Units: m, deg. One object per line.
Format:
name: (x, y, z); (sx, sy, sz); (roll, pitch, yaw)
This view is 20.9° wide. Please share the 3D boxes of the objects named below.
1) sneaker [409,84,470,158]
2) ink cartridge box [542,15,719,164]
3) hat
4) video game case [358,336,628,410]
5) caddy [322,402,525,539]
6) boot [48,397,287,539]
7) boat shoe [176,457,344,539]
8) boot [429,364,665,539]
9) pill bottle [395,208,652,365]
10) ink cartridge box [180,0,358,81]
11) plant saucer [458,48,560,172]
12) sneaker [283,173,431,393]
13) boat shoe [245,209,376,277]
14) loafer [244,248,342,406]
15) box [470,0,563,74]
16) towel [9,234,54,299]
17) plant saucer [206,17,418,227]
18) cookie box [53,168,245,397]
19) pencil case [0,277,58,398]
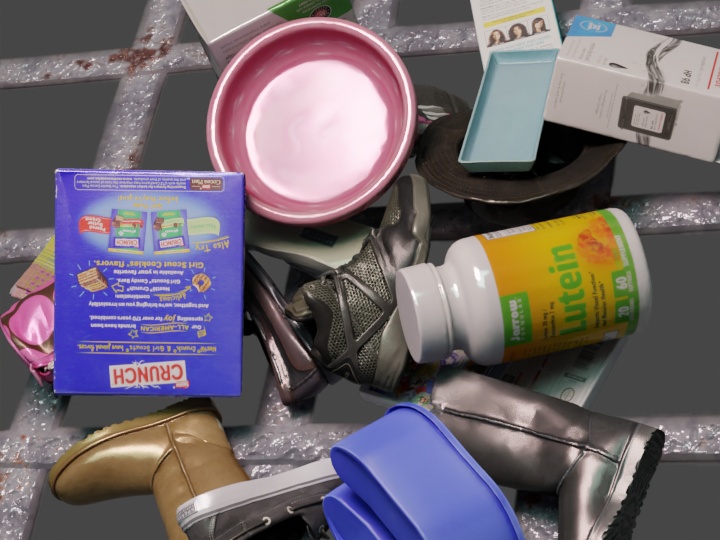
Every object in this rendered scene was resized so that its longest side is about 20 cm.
sneaker: (0.016, -0.129, 1.901); (0.200, 0.086, 0.080); (3, 33, -2)
ink cartridge box: (0.277, -0.162, 1.770); (0.200, 0.067, 0.116); (15, 30, 8)
hat: (0.153, -0.090, 1.801); (0.201, 0.081, 0.201); (-8, 33, 5)
video game case: (0.116, 0.083, 1.721); (0.200, 0.018, 0.143); (17, 60, 30)
caddy: (0.058, 0.199, 1.555); (0.105, 0.141, 0.200); (-23, 53, -27)
boot: (-0.166, 0.214, 1.687); (0.175, 0.066, 0.200); (-27, 49, -2)
boat shoe: (-0.057, 0.203, 1.616); (0.200, 0.070, 0.066); (-7, 65, -42)
boot: (0.128, 0.174, 1.600); (0.200, 0.066, 0.165); (16, 66, 27)
pill bottle: (0.136, 0.019, 1.656); (0.200, 0.111, 0.111); (-12, 47, -9)
ink cartridge box: (-0.070, -0.211, 1.913); (0.147, 0.200, 0.083); (-29, 51, -3)
plant saucer: (0.140, -0.148, 1.801); (0.070, 0.019, 0.200); (-1, 35, 15)
sneaker: (0.000, 0.000, 1.723); (0.114, 0.076, 0.200); (14, 77, -4)
boat shoe: (-0.047, -0.024, 1.836); (0.201, 0.072, 0.070); (23, 71, 26)
loafer: (-0.092, 0.046, 1.797); (0.063, 0.072, 0.200); (-37, 52, -6)
box: (0.160, -0.225, 1.938); (0.082, 0.049, 0.200); (-14, 49, 9)
towel: (-0.237, 0.000, 1.918); (0.200, 0.023, 0.144); (20, 60, 31)
plant saucer: (-0.041, -0.133, 1.803); (0.200, 0.051, 0.201); (-4, 76, 14)
cookie box: (-0.188, 0.011, 1.743); (0.171, 0.075, 0.200); (1, 92, 0)
pencil case: (-0.234, 0.026, 1.822); (0.200, 0.091, 0.094); (-37, 25, 3)
